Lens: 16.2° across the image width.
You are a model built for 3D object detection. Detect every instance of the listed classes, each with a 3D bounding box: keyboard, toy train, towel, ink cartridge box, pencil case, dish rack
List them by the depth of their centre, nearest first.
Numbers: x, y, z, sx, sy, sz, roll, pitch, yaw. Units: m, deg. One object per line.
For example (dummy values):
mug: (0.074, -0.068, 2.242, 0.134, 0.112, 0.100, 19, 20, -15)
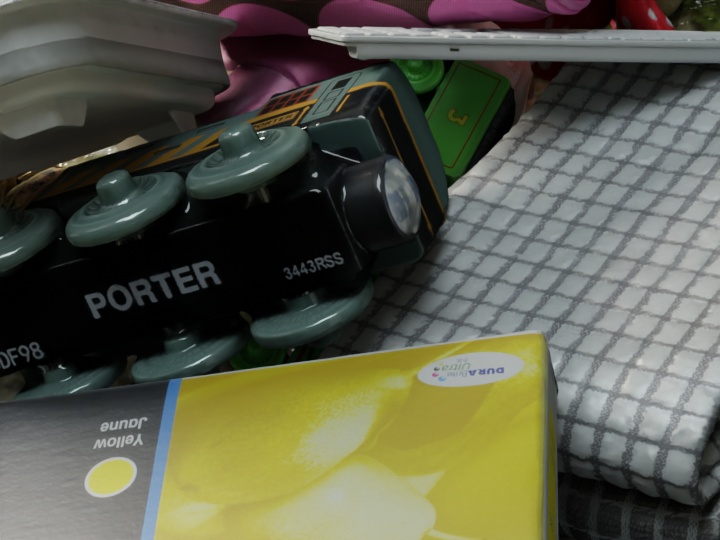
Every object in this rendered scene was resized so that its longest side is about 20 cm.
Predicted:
ink cartridge box: (-0.037, 0.109, 0.769, 0.196, 0.047, 0.201, -7, 38, 10)
toy train: (-0.061, -0.012, 0.917, 0.199, 0.086, 0.114, -17, 19, 26)
towel: (0.102, 0.011, 0.922, 0.165, 0.086, 0.200, 12, 48, 35)
dish rack: (-0.141, -0.055, 0.940, 0.171, 0.044, 0.200, -18, -3, 16)
keyboard: (0.083, -0.086, 0.947, 0.199, 0.011, 0.056, 0, 14, -15)
toy train: (0.000, 0.000, 0.972, 0.056, 0.042, 0.201, 24, 70, 12)
pencil case: (0.004, -0.142, 0.988, 0.199, 0.091, 0.094, 4, 45, 32)

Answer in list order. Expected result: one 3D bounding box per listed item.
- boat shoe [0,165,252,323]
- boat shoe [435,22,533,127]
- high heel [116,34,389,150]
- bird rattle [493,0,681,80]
boat shoe: (-0.112, -0.019, 1.043, 0.199, 0.063, 0.073, 8, 47, 27)
boat shoe: (0.046, -0.096, 1.069, 0.072, 0.069, 0.200, 9, 48, 26)
high heel: (-0.063, -0.093, 1.091, 0.096, 0.068, 0.200, -31, 24, -18)
bird rattle: (0.117, -0.165, 1.061, 0.112, 0.163, 0.201, -12, 84, 21)
